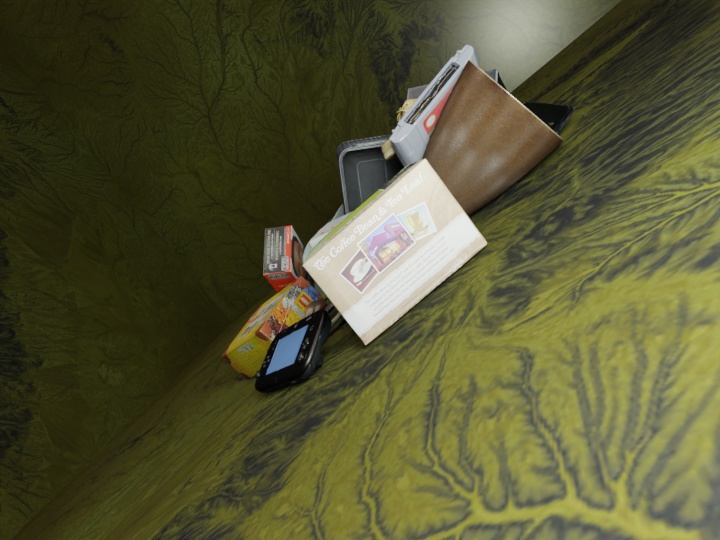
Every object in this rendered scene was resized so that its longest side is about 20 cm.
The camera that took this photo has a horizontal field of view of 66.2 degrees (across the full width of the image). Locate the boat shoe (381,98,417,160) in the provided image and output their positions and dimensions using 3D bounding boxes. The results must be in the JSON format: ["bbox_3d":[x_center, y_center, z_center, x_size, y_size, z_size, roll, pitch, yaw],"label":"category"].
[{"bbox_3d":[0.098,-0.269,0.973,0.200,0.067,0.074,-44,8,-26],"label":"boat shoe"}]

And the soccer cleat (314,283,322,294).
[{"bbox_3d":[-0.062,0.008,1.228,0.199,0.071,0.085,-33,-14,37],"label":"soccer cleat"}]

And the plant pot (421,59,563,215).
[{"bbox_3d":[0.177,-0.181,0.862,0.201,0.186,0.187,-52,2,22],"label":"plant pot"}]

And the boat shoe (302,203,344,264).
[{"bbox_3d":[-0.065,-0.059,1.211,0.201,0.070,0.091,-53,0,-29],"label":"boat shoe"}]

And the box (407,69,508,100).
[{"bbox_3d":[0.215,-0.324,1.176,0.196,0.110,0.148,-2,-12,29],"label":"box"}]

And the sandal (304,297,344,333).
[{"bbox_3d":[-0.081,0.089,0.944,0.200,0.058,0.080,-41,7,-4],"label":"sandal"}]

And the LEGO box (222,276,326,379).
[{"bbox_3d":[-0.175,0.118,1.108,0.199,0.077,0.150,-33,18,50],"label":"LEGO box"}]

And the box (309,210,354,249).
[{"bbox_3d":[0.028,-0.062,0.963,0.196,0.099,0.125,-22,13,19],"label":"box"}]

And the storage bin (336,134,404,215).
[{"bbox_3d":[0.031,-0.148,1.069,0.132,0.205,0.094,-9,21,-3],"label":"storage bin"}]

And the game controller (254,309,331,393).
[{"bbox_3d":[-0.105,0.125,0.837,0.199,0.041,0.107,-30,43,53],"label":"game controller"}]

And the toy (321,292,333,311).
[{"bbox_3d":[0.000,0.000,1.105,0.199,0.047,0.115,-39,9,17],"label":"toy"}]

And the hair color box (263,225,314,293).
[{"bbox_3d":[-0.147,-0.002,1.170,0.060,0.104,0.201,-5,-23,8],"label":"hair color box"}]

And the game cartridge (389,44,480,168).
[{"bbox_3d":[0.138,-0.250,0.919,0.201,0.041,0.133,-51,-34,-4],"label":"game cartridge"}]

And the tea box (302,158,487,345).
[{"bbox_3d":[0.039,-0.033,0.756,0.199,0.134,0.197,-39,6,5],"label":"tea box"}]

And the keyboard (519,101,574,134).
[{"bbox_3d":[0.277,-0.260,1.001,0.104,0.040,0.198,-49,41,-16],"label":"keyboard"}]
